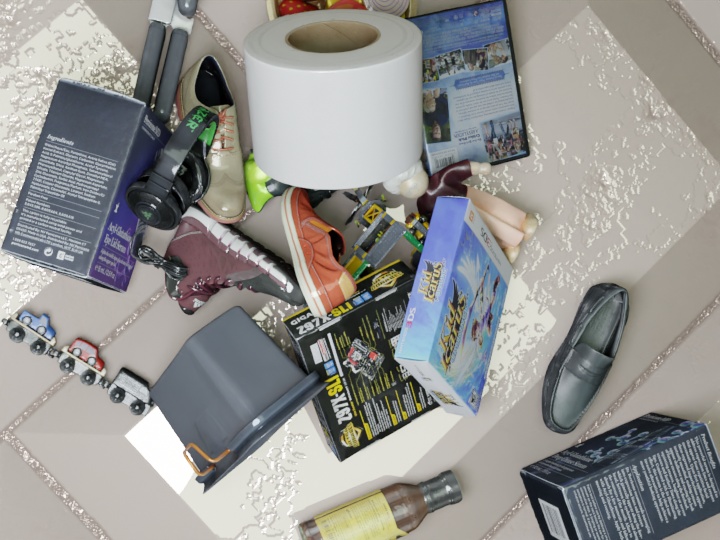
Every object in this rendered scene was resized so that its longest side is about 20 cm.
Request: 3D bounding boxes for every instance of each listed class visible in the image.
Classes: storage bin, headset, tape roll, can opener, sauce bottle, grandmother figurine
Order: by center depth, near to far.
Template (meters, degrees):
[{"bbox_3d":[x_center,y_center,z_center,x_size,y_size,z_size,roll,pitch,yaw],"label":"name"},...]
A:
[{"bbox_3d":[-0.198,-0.082,1.170,0.094,0.124,0.201,30,120,-2],"label":"headset"},{"bbox_3d":[-0.155,0.143,1.189,0.135,0.200,0.145,49,51,6],"label":"storage bin"},{"bbox_3d":[-0.028,-0.198,1.208,0.201,0.203,0.140,-9,123,-11],"label":"tape roll"},{"bbox_3d":[-0.227,-0.276,1.256,0.053,0.067,0.202,12,75,-11],"label":"can opener"},{"bbox_3d":[0.027,0.296,1.284,0.199,0.065,0.065,-20,91,-10],"label":"sauce bottle"},{"bbox_3d":[0.119,-0.084,1.305,0.199,0.061,0.122,24,110,-16],"label":"grandmother figurine"}]

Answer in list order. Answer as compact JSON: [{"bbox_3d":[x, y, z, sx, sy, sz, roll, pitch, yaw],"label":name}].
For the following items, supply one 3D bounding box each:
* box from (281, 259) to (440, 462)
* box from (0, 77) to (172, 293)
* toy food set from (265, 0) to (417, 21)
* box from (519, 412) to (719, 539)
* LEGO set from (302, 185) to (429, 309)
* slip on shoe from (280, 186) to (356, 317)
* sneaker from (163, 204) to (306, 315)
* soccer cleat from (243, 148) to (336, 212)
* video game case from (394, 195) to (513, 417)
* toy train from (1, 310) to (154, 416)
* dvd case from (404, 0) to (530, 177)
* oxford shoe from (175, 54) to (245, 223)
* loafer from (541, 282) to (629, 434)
[{"bbox_3d":[0.012,0.107,1.244,0.159,0.049,0.201,-27,126,-12],"label":"box"},{"bbox_3d":[-0.297,-0.090,1.189,0.103,0.148,0.202,17,85,6],"label":"box"},{"bbox_3d":[-0.019,-0.337,1.314,0.196,0.049,0.202,-3,87,-11],"label":"toy food set"},{"bbox_3d":[0.321,0.264,1.300,0.199,0.148,0.108,-20,91,-12],"label":"box"},{"bbox_3d":[0.000,0.000,1.287,0.153,0.116,0.201,31,98,-37],"label":"LEGO set"},{"bbox_3d":[-0.047,-0.028,1.194,0.061,0.201,0.074,-22,130,2],"label":"slip on shoe"},{"bbox_3d":[-0.153,0.016,1.241,0.199,0.076,0.116,34,94,28],"label":"sneaker"},{"bbox_3d":[-0.045,-0.119,1.297,0.198,0.068,0.082,-10,108,-12],"label":"soccer cleat"},{"bbox_3d":[0.114,0.045,1.241,0.045,0.181,0.201,5,67,28],"label":"video game case"},{"bbox_3d":[-0.325,0.103,1.241,0.199,0.034,0.046,33,78,-8],"label":"toy train"},{"bbox_3d":[0.132,-0.224,1.327,0.142,0.018,0.202,-15,103,-17],"label":"dvd case"},{"bbox_3d":[-0.171,-0.154,1.236,0.070,0.075,0.201,-10,72,-26],"label":"oxford shoe"},{"bbox_3d":[0.283,0.109,1.340,0.068,0.070,0.202,24,83,-8],"label":"loafer"}]
